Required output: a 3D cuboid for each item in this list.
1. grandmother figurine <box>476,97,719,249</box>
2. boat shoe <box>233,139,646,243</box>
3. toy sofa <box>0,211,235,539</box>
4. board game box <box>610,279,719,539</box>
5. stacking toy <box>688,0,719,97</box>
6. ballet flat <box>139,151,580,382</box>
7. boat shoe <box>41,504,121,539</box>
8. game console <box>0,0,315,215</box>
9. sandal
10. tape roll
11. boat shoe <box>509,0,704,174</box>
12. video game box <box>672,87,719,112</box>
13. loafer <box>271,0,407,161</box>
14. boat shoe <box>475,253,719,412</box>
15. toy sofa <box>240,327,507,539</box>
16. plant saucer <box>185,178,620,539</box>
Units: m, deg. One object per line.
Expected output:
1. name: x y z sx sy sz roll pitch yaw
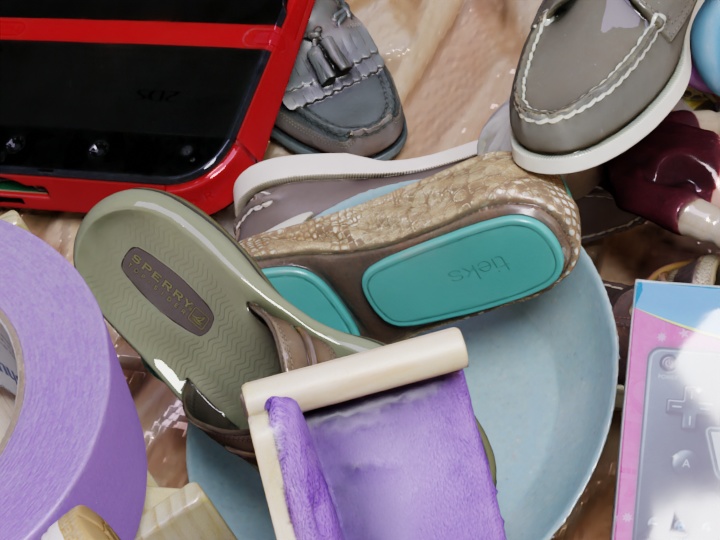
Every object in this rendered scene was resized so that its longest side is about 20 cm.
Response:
1. grandmother figurine: 0.149 -0.037 0.843 0.200 0.061 0.121 11 18 2
2. boat shoe: 0.040 -0.021 0.901 0.200 0.072 0.060 -4 57 4
3. toy sofa: -0.133 0.078 0.817 0.098 0.083 0.200 -35 51 -8
4. board game box: 0.165 0.111 0.725 0.147 0.064 0.200 4 70 11
5. stacking toy: 0.203 -0.095 0.838 0.085 0.085 0.200 -30 33 -17
6. ballet flat: 0.000 0.000 0.814 0.200 0.071 0.065 -14 32 21
7. boat shoe: -0.068 0.170 0.678 0.069 0.200 0.071 -36 26 -5
8. game console: -0.125 -0.109 0.994 0.200 0.031 0.177 5 59 24
9. sandal: -0.039 0.046 0.766 0.201 0.080 0.057 35 19 10
10. tape roll: -0.182 0.069 0.718 0.200 0.066 0.200 -4 48 5
11. boat shoe: 0.110 -0.119 0.805 0.072 0.060 0.202 8 46 30
12. video game box: 0.229 -0.122 0.979 0.200 0.047 0.182 -26 49 -15
13. loafer: -0.043 -0.130 1.013 0.072 0.063 0.200 -25 50 -16
14. boat shoe: 0.144 0.023 0.830 0.200 0.072 0.072 20 30 25
15. toy sofa: 0.020 0.126 0.687 0.083 0.098 0.200 -14 89 -5
16. plant saucer: 0.020 0.059 0.825 0.201 0.039 0.201 -13 59 23
